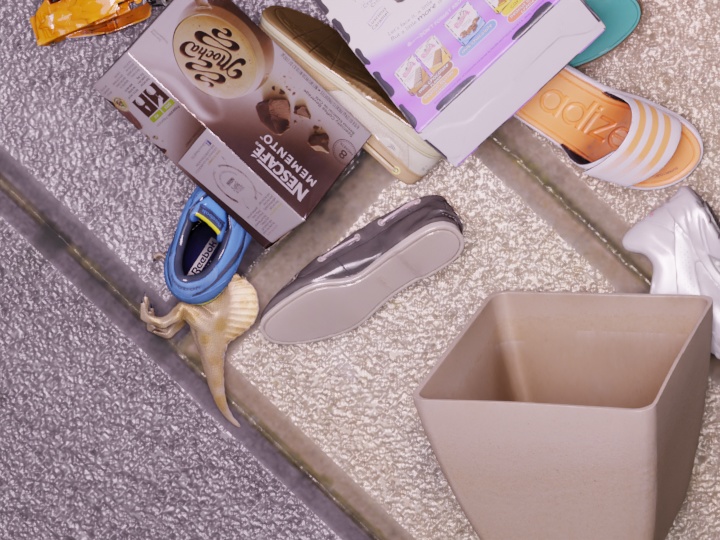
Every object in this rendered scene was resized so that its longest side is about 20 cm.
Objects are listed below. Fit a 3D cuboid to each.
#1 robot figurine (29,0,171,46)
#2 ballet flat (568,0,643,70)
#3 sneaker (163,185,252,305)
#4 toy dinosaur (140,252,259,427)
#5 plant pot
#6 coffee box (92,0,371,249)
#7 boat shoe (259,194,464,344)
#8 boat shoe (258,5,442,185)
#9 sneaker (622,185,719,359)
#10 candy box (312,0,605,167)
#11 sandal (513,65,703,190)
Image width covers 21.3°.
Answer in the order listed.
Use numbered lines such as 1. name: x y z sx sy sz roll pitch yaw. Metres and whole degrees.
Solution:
1. robot figurine: -0.204 -0.277 1.658 0.199 0.058 0.146 -21 94 9
2. ballet flat: 0.143 -0.190 1.627 0.199 0.065 0.071 -25 107 6
3. sneaker: -0.110 -0.065 1.641 0.066 0.078 0.201 23 78 4
4. toy dinosaur: -0.140 0.040 1.686 0.101 0.058 0.201 6 97 4
5. plant pot: 0.179 0.140 1.586 0.199 0.200 0.178 2 116 25
6. coffee box: -0.105 -0.131 1.591 0.200 0.080 0.113 44 57 -10
7. boat shoe: 0.000 0.000 1.675 0.199 0.057 0.067 -28 128 12
8. boat shoe: -0.014 -0.148 1.645 0.200 0.074 0.066 40 121 7
9. sneaker: 0.292 0.034 1.640 0.099 0.078 0.201 -30 84 15
10. candy box: 0.076 -0.214 1.576 0.168 0.072 0.200 -42 52 9
11. sandal: 0.197 -0.115 1.602 0.206 0.059 0.079 23 113 -20
